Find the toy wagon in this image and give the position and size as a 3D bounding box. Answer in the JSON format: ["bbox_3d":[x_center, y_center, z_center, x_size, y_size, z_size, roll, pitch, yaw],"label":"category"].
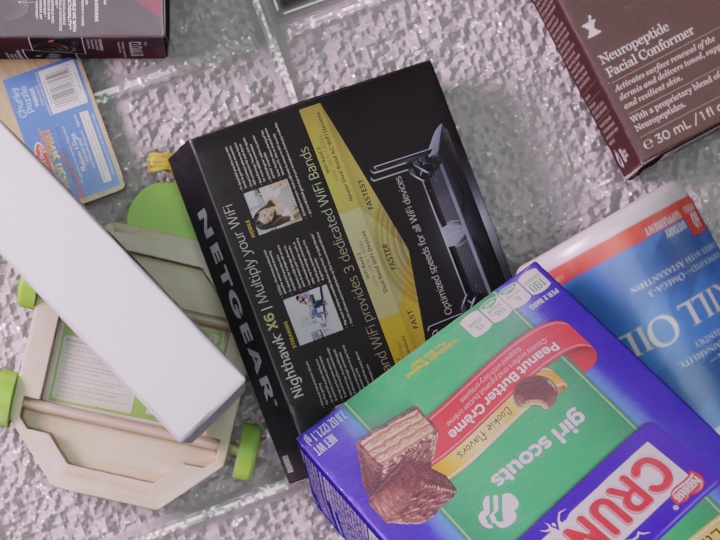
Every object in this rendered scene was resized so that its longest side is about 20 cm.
[{"bbox_3d":[-0.122,0.033,1.297,0.154,0.040,0.202,13,85,-2],"label":"toy wagon"}]

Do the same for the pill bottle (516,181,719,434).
[{"bbox_3d":[0.181,0.061,1.274,0.112,0.112,0.201,-30,88,-5],"label":"pill bottle"}]

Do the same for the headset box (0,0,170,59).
[{"bbox_3d":[-0.188,-0.197,1.277,0.198,0.075,0.150,-1,86,-4],"label":"headset box"}]

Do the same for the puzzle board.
[{"bbox_3d":[-0.240,-0.115,1.313,0.150,0.017,0.201,-20,88,-5],"label":"puzzle board"}]

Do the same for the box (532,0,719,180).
[{"bbox_3d":[0.156,-0.166,1.309,0.100,0.075,0.201,-28,86,-4],"label":"box"}]

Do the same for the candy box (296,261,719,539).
[{"bbox_3d":[0.092,0.120,1.161,0.169,0.077,0.200,-36,57,-14],"label":"candy box"}]

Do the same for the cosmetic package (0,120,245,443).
[{"bbox_3d":[-0.145,0.005,1.203,0.052,0.151,0.200,-44,89,-7],"label":"cosmetic package"}]

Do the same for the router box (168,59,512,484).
[{"bbox_3d":[0.000,0.000,1.276,0.156,0.052,0.201,-19,86,-22],"label":"router box"}]
